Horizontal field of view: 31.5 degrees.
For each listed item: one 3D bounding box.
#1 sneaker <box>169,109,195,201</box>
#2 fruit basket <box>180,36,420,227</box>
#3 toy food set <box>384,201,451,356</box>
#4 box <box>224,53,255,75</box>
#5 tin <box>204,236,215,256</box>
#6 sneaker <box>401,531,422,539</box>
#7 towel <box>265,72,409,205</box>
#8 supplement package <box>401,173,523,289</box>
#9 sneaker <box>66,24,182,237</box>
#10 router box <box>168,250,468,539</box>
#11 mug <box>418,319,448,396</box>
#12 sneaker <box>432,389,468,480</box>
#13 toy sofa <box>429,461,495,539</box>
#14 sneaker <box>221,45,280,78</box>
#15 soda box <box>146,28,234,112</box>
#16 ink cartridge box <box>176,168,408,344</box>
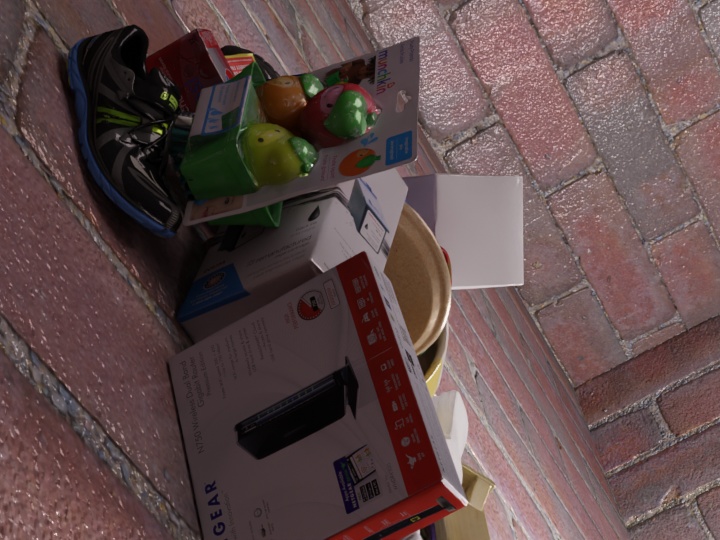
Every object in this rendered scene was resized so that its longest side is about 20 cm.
[{"bbox_3d":[-0.140,-0.095,1.184,0.077,0.081,0.199,16,-8,46],"label":"sneaker"},{"bbox_3d":[-0.047,-0.121,1.040,0.094,0.197,0.187,57,24,-34],"label":"fruit basket"},{"bbox_3d":[0.000,0.000,1.235,0.198,0.200,0.049,31,37,13],"label":"toy food set"},{"bbox_3d":[-0.115,-0.138,1.404,0.075,0.050,0.202,-14,75,-46],"label":"box"},{"bbox_3d":[-0.088,0.050,1.193,0.202,0.041,0.112,67,8,22],"label":"tin"},{"bbox_3d":[0.040,0.278,1.141,0.083,0.074,0.200,61,11,-1],"label":"sneaker"},{"bbox_3d":[-0.029,-0.107,1.251,0.024,0.143,0.201,-53,125,-32],"label":"towel"},{"bbox_3d":[0.079,-0.043,1.427,0.199,0.118,0.124,3,-86,61],"label":"supplement package"},{"bbox_3d":[-0.182,-0.119,1.035,0.071,0.082,0.202,42,25,-61],"label":"sneaker"},{"bbox_3d":[-0.037,0.113,0.911,0.049,0.178,0.202,47,18,-50],"label":"router box"},{"bbox_3d":[0.016,0.104,1.361,0.148,0.188,0.153,32,-13,18],"label":"mug"},{"bbox_3d":[0.063,0.206,1.399,0.200,0.087,0.076,-61,135,-65],"label":"sneaker"},{"bbox_3d":[0.102,0.303,1.397,0.082,0.098,0.201,31,22,-18],"label":"toy sofa"},{"bbox_3d":[-0.119,-0.175,1.495,0.202,0.075,0.091,61,18,5],"label":"sneaker"},{"bbox_3d":[-0.141,-0.142,1.307,0.202,0.069,0.063,63,12,-6],"label":"soda box"},{"bbox_3d":[-0.053,-0.017,1.086,0.086,0.145,0.201,51,33,-27],"label":"ink cartridge box"}]
